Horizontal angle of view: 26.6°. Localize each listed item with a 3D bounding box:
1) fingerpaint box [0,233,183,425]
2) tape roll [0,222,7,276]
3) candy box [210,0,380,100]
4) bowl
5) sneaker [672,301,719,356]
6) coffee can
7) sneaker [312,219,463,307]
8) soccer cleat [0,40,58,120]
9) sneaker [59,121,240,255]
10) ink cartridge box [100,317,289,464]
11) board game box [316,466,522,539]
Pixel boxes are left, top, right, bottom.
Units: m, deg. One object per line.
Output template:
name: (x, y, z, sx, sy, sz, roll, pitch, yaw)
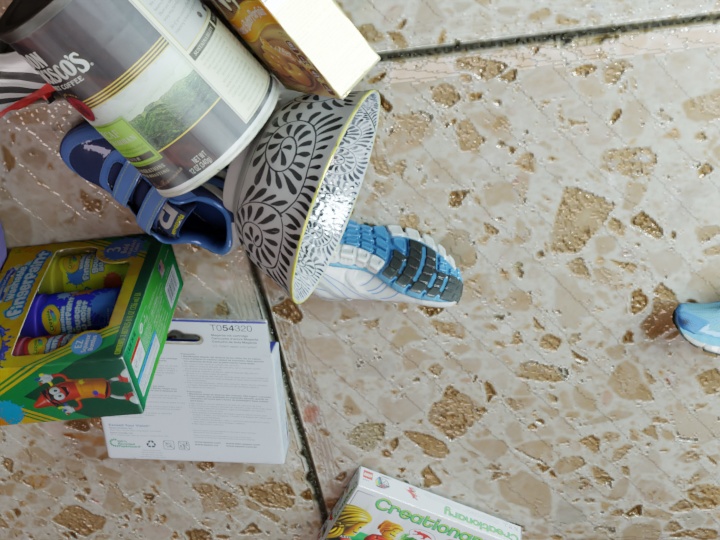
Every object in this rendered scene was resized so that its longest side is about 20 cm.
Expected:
fingerpaint box: (-0.274, 0.052, 1.456, 0.167, 0.200, 0.073, -5, 125, 12)
tape roll: (-0.409, 0.002, 1.435, 0.085, 0.200, 0.200, -4, 127, 9)
candy box: (-0.083, -0.234, 1.265, 0.055, 0.115, 0.200, -48, 117, -11)
bowl: (-0.061, -0.080, 1.342, 0.094, 0.201, 0.201, 22, 128, 8)
sneaker: (0.396, 0.025, 1.449, 0.200, 0.078, 0.090, -8, 107, 9)
coffee can: (-0.187, -0.182, 1.300, 0.146, 0.146, 0.200, -31, 118, 27)
sneaker: (0.000, 0.000, 1.474, 0.200, 0.075, 0.087, 19, 137, 0)
soccer cleat: (-0.341, -0.171, 1.383, 0.200, 0.069, 0.085, -23, 111, 20)
sneaker: (-0.188, -0.077, 1.422, 0.200, 0.082, 0.074, 22, 128, -8)
ink cartridge box: (-0.180, 0.117, 1.595, 0.196, 0.043, 0.200, 2, 125, 7)
board game box: (0.064, 0.303, 1.711, 0.200, 0.035, 0.126, 22, 126, -9)
